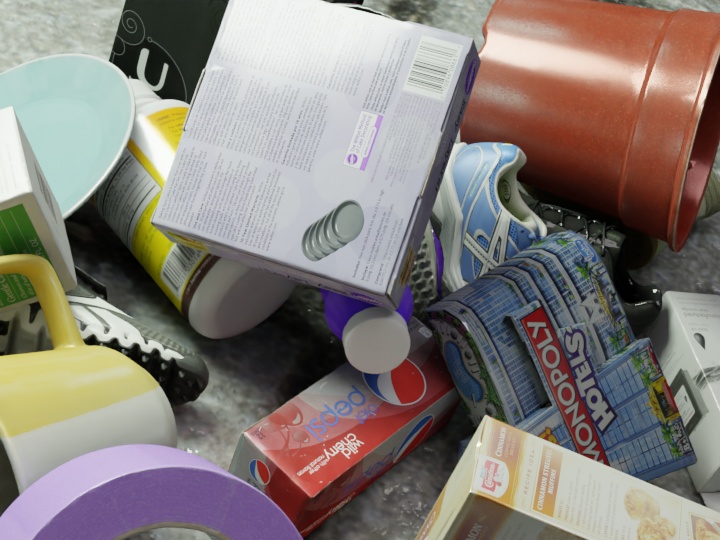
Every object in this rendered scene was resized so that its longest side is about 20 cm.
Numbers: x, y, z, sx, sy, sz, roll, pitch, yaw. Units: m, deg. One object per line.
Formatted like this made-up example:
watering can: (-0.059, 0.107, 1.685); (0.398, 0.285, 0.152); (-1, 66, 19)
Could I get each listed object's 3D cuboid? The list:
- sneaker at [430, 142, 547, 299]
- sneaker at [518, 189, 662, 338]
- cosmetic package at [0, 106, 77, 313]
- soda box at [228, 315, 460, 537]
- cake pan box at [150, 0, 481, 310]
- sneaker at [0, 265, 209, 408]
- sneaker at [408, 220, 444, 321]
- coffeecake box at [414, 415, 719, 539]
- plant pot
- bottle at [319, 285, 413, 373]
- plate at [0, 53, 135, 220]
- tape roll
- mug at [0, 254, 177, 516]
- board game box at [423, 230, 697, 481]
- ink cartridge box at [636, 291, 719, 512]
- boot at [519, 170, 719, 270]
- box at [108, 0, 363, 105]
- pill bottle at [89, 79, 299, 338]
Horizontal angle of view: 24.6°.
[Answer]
sneaker: (0.106, -0.003, 1.284); (0.076, 0.076, 0.202); (-22, 100, -62)
sneaker: (0.166, -0.020, 1.348); (0.200, 0.091, 0.076); (43, 40, -8)
cosmetic package: (-0.299, -0.017, 1.079); (0.198, 0.108, 0.085); (-20, 53, -3)
soda box: (-0.005, 0.113, 1.182); (0.070, 0.064, 0.199); (41, 44, 18)
cake pan box: (-0.029, -0.093, 1.149); (0.182, 0.052, 0.202); (15, 79, 14)
sneaker: (-0.198, 0.034, 1.164); (0.198, 0.067, 0.091); (16, 44, -8)
sneaker: (0.069, -0.040, 1.371); (0.098, 0.070, 0.202); (12, 45, -24)
coffeecake box: (0.139, 0.204, 1.091); (0.198, 0.154, 0.073); (23, 40, -4)
plant pot: (0.195, -0.138, 1.362); (0.193, 0.202, 0.201); (17, 39, 16)
bottle: (0.000, 0.000, 1.220); (0.065, 0.084, 0.201); (-18, 32, 3)
plate: (-0.251, -0.081, 1.219); (0.198, 0.026, 0.202); (-15, 46, 15)
tape roll: (-0.122, 0.204, 0.935); (0.198, 0.203, 0.065); (-1, 6, -27)
mug: (-0.194, 0.099, 1.027); (0.149, 0.189, 0.152); (25, 27, 34)
board game box: (0.134, 0.097, 1.206); (0.199, 0.061, 0.202); (-30, 100, -38)
ink cartridge box: (0.313, 0.115, 1.334); (0.115, 0.067, 0.201); (4, 45, -23)
boot: (0.229, -0.102, 1.512); (0.200, 0.072, 0.154); (46, 45, 16)
box: (-0.105, -0.179, 1.327); (0.148, 0.201, 0.124); (36, 42, 12)
pill bottle: (-0.135, -0.052, 1.252); (0.109, 0.110, 0.200); (-21, 59, -40)
